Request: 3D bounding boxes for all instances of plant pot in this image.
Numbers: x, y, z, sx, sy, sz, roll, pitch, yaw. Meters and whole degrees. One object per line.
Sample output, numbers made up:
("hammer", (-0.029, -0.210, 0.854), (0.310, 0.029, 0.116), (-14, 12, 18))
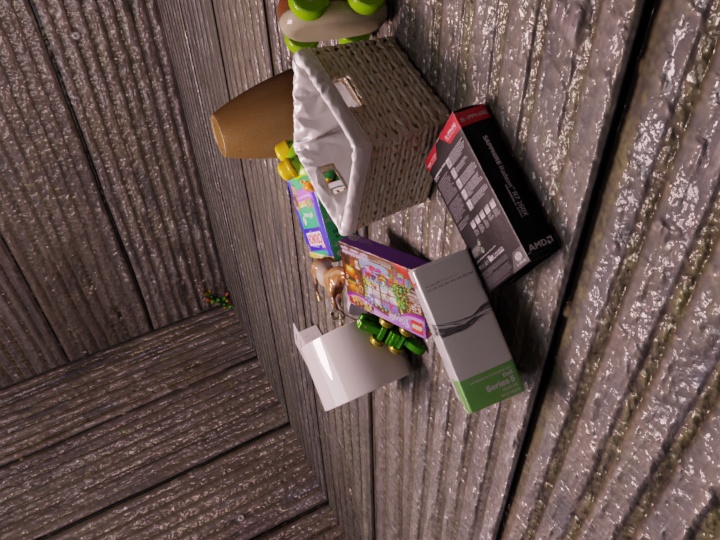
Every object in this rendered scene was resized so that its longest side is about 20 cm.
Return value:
("plant pot", (-0.220, -0.324, 1.369), (0.187, 0.197, 0.188), (54, 155, 39))

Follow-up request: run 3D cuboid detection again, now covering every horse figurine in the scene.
("horse figurine", (-0.064, 0.026, 1.306), (0.200, 0.049, 0.134), (-133, 30, -57))

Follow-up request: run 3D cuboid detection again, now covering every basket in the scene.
("basket", (0.007, -0.201, 0.910), (0.200, 0.159, 0.201), (60, 160, 26))

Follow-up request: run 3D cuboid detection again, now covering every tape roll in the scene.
("tape roll", (-0.009, 0.186, 1.290), (0.141, 0.200, 0.203), (65, 161, 9))

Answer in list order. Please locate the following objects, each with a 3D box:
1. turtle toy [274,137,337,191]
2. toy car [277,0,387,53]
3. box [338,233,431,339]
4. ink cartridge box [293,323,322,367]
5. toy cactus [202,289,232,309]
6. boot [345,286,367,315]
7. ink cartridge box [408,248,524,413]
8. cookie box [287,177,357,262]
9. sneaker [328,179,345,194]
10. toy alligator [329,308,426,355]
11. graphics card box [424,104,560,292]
("turtle toy", (-0.083, -0.228, 1.206), (0.101, 0.144, 0.201), (53, -168, -36))
("toy car", (-0.049, -0.433, 0.874), (0.164, 0.155, 0.204), (180, 82, -81))
("box", (0.049, 0.025, 1.119), (0.198, 0.039, 0.139), (23, 134, 40))
("ink cartridge box", (-0.140, 0.256, 1.946), (0.201, 0.067, 0.116), (55, 157, 36))
("toy cactus", (-0.873, 0.176, 3.830), (0.165, 0.197, 0.104), (141, 146, -75))
("boot", (0.000, 0.000, 1.283), (0.201, 0.072, 0.097), (111, 149, -49))
("ink cartridge box", (0.142, 0.079, 0.873), (0.146, 0.083, 0.203), (34, -145, -87))
("cookie box", (-0.083, -0.129, 1.374), (0.171, 0.074, 0.203), (12, 122, 67))
("sneaker", (-0.004, -0.135, 1.138), (0.199, 0.077, 0.081), (-176, 73, -68))
("toy alligator", (0.036, 0.105, 1.195), (0.054, 0.197, 0.060), (-75, 10, -60))
("graphics card box", (0.157, -0.086, 0.775), (0.202, 0.050, 0.126), (66, 162, 14))
